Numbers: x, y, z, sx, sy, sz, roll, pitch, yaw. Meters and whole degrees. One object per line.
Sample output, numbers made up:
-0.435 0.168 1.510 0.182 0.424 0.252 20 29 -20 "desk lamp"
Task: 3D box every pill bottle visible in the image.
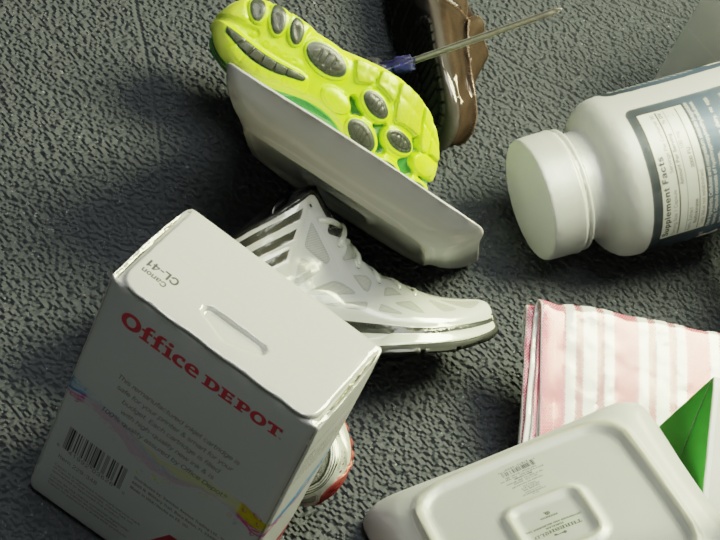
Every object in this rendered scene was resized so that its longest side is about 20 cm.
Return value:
0.213 -0.077 1.781 0.199 0.120 0.120 -16 56 -14 "pill bottle"

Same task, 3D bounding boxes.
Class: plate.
-0.009 -0.060 1.657 0.199 0.200 0.032 34 85 4 "plate"
0.120 0.163 1.488 0.198 0.032 0.200 -22 37 -8 "plate"

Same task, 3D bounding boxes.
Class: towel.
0.200 0.105 1.650 0.199 0.030 0.147 11 65 -14 "towel"

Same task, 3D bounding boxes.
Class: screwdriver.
0.054 -0.154 1.770 0.199 0.029 0.028 -15 49 15 "screwdriver"

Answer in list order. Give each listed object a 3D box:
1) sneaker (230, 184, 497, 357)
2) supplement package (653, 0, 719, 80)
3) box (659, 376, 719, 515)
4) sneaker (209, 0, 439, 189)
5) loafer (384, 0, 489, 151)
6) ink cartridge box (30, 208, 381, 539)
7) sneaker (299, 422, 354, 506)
0.000 0.000 1.617 0.199 0.076 0.116 -1 86 -26 "sneaker"
0.358 -0.149 1.920 0.199 0.151 0.152 -20 61 -39 "supplement package"
0.274 0.197 1.564 0.175 0.097 0.201 18 60 -11 "box"
-0.024 -0.125 1.751 0.200 0.084 0.074 39 78 -15 "sneaker"
0.069 -0.170 1.847 0.071 0.073 0.201 10 47 -19 "loafer"
-0.093 0.086 1.430 0.147 0.200 0.086 36 44 7 "ink cartridge box"
-0.088 0.073 1.518 0.200 0.078 0.082 41 5 18 "sneaker"
